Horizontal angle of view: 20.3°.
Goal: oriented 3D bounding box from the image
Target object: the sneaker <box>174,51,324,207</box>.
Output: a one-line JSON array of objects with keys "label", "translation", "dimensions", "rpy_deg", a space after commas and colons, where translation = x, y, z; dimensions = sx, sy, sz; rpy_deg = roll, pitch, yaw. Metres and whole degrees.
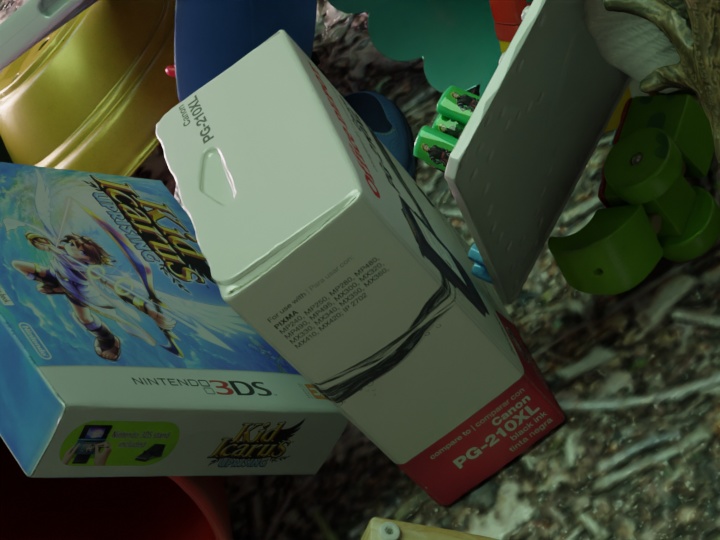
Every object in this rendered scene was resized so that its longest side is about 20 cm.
[{"label": "sneaker", "translation": [-0.080, -0.062, 1.223], "dimensions": [0.082, 0.078, 0.201], "rpy_deg": [-21, 37, 35]}]

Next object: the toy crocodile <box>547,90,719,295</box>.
[{"label": "toy crocodile", "translation": [0.159, -0.073, 1.030], "dimensions": [0.061, 0.068, 0.201], "rpy_deg": [4, 60, 42]}]

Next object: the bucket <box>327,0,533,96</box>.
[{"label": "bucket", "translation": [0.066, -0.208, 1.124], "dimensions": [0.207, 0.208, 0.135], "rpy_deg": [20, 62, 47]}]

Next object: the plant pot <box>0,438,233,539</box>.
[{"label": "plant pot", "translation": [-0.161, 0.097, 1.070], "dimensions": [0.200, 0.201, 0.178], "rpy_deg": [-28, 32, 18]}]

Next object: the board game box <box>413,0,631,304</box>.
[{"label": "board game box", "translation": [0.093, -0.102, 0.936], "dimensions": [0.026, 0.200, 0.201], "rpy_deg": [26, 80, 18]}]

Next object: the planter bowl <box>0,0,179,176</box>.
[{"label": "planter bowl", "translation": [-0.175, -0.121, 1.284], "dimensions": [0.200, 0.083, 0.201], "rpy_deg": [-42, 20, 20]}]

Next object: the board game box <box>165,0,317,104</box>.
[{"label": "board game box", "translation": [-0.078, -0.145, 1.144], "dimensions": [0.039, 0.159, 0.200], "rpy_deg": [8, 28, 20]}]

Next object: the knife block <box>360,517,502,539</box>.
[{"label": "knife block", "translation": [0.029, 0.191, 0.932], "dimensions": [0.198, 0.176, 0.064], "rpy_deg": [10, 51, -9]}]

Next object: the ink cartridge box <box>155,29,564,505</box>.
[{"label": "ink cartridge box", "translation": [0.000, 0.000, 0.996], "dimensions": [0.084, 0.200, 0.145], "rpy_deg": [-36, 41, 9]}]

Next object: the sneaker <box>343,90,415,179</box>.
[{"label": "sneaker", "translation": [-0.028, -0.046, 1.139], "dimensions": [0.074, 0.082, 0.201], "rpy_deg": [-10, 37, 32]}]

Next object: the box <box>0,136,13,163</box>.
[{"label": "box", "translation": [-0.305, -0.026, 1.342], "dimensions": [0.148, 0.107, 0.201], "rpy_deg": [-13, 50, 32]}]

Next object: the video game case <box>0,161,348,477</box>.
[{"label": "video game case", "translation": [-0.127, 0.020, 0.990], "dimensions": [0.200, 0.181, 0.046], "rpy_deg": [48, 117, 35]}]

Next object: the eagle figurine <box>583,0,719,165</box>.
[{"label": "eagle figurine", "translation": [0.212, -0.119, 0.857], "dimensions": [0.199, 0.152, 0.151], "rpy_deg": [-28, 74, -29]}]

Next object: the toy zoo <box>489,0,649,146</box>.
[{"label": "toy zoo", "translation": [0.121, -0.151, 1.040], "dimensions": [0.131, 0.201, 0.020], "rpy_deg": [-31, 29, -30]}]

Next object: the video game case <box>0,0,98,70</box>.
[{"label": "video game case", "translation": [-0.114, -0.198, 1.145], "dimensions": [0.182, 0.023, 0.200], "rpy_deg": [-35, 11, 26]}]
